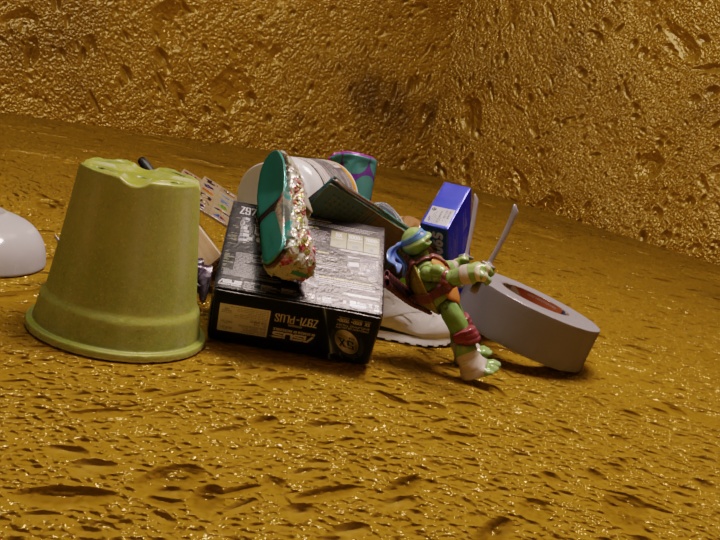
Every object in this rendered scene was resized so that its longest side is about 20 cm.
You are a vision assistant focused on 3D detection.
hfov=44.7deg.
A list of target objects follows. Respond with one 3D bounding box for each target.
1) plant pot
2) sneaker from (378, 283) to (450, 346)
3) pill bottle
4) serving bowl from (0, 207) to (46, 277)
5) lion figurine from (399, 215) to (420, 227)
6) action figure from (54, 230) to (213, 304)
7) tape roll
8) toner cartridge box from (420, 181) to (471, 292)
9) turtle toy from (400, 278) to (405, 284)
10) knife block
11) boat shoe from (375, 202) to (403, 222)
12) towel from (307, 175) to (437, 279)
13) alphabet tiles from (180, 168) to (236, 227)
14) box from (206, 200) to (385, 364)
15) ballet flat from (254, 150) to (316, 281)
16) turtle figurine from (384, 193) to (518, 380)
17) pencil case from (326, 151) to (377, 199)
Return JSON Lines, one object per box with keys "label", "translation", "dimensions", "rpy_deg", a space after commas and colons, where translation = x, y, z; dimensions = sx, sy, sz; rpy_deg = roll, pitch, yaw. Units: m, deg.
{"label": "plant pot", "translation": [-0.256, -0.021, 0.964], "dimensions": [0.198, 0.186, 0.200], "rpy_deg": [11, 12, -2]}
{"label": "sneaker", "translation": [0.055, 0.052, 1.201], "dimensions": [0.198, 0.081, 0.076], "rpy_deg": [9, 10, -22]}
{"label": "pill bottle", "translation": [-0.088, -0.103, 1.247], "dimensions": [0.115, 0.118, 0.200], "rpy_deg": [16, 11, 19]}
{"label": "serving bowl", "translation": [-0.510, -0.050, 1.140], "dimensions": [0.198, 0.066, 0.200], "rpy_deg": [11, 13, -3]}
{"label": "lion figurine", "translation": [0.110, -0.047, 1.594], "dimensions": [0.200, 0.072, 0.122], "rpy_deg": [51, 49, 3]}
{"label": "action figure", "translation": [-0.291, -0.015, 1.119], "dimensions": [0.198, 0.070, 0.130], "rpy_deg": [19, -15, -23]}
{"label": "tape roll", "translation": [0.235, 0.069, 1.245], "dimensions": [0.199, 0.067, 0.200], "rpy_deg": [24, 11, -5]}
{"label": "toner cartridge box", "translation": [0.124, -0.019, 1.266], "dimensions": [0.043, 0.201, 0.095], "rpy_deg": [17, 48, 21]}
{"label": "turtle toy", "translation": [0.000, 0.000, 1.330], "dimensions": [0.198, 0.102, 0.145], "rpy_deg": [17, 13, 23]}
{"label": "knife block", "translation": [-0.285, -0.080, 1.272], "dimensions": [0.176, 0.064, 0.200], "rpy_deg": [53, -5, -24]}
{"label": "boat shoe", "translation": [0.054, -0.063, 1.479], "dimensions": [0.070, 0.091, 0.201], "rpy_deg": [-9, 51, -9]}
{"label": "towel", "translation": [-0.013, -0.036, 1.165], "dimensions": [0.199, 0.146, 0.022], "rpy_deg": [30, 38, -34]}
{"label": "alphabet tiles", "translation": [-0.212, -0.100, 1.356], "dimensions": [0.166, 0.006, 0.200], "rpy_deg": [31, 13, -12]}
{"label": "box", "translation": [-0.075, 0.013, 1.066], "dimensions": [0.198, 0.087, 0.165], "rpy_deg": [10, 42, -7]}
{"label": "ballet flat", "translation": [-0.087, -0.060, 1.039], "dimensions": [0.064, 0.075, 0.201], "rpy_deg": [30, 36, -32]}
{"label": "turtle figurine", "translation": [0.142, 0.021, 1.088], "dimensions": [0.199, 0.196, 0.143], "rpy_deg": [-26, 14, -30]}
{"label": "pencil case", "translation": [-0.029, -0.112, 1.580], "dimensions": [0.091, 0.202, 0.085], "rpy_deg": [9, 5, 0]}
